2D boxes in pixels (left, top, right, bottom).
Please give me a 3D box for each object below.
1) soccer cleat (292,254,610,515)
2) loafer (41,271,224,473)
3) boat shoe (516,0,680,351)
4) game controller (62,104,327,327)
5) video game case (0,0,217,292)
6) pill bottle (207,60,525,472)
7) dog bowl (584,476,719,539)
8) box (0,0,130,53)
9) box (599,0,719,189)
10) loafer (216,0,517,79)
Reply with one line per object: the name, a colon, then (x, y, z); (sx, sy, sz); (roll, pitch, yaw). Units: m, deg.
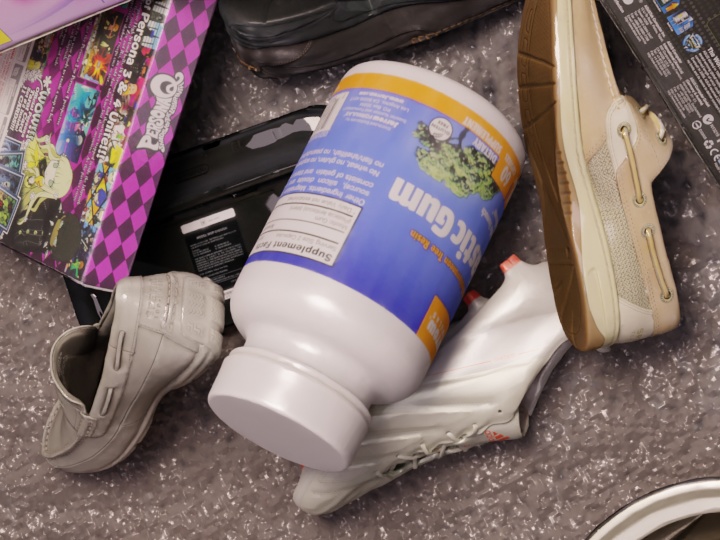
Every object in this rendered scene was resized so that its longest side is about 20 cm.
soccer cleat: (0.047, 0.077, 1.180); (0.200, 0.069, 0.078); (-42, 81, 8)
loafer: (-0.141, 0.055, 1.187); (0.200, 0.070, 0.070); (-47, 36, 48)
boat shoe: (0.127, -0.061, 1.125); (0.065, 0.072, 0.201); (-10, 96, -11)
game controller: (-0.082, -0.021, 1.239); (0.199, 0.042, 0.105); (-18, 98, 15)
video game case: (-0.165, -0.106, 1.217); (0.181, 0.036, 0.201); (21, 95, 47)
pill bottle: (0.000, 0.000, 1.131); (0.112, 0.112, 0.201); (20, 70, 15)
dog bowl: (0.198, 0.207, 1.129); (0.199, 0.074, 0.201); (0, 89, 17)
box: (-0.158, -0.237, 1.163); (0.175, 0.097, 0.201); (-17, 48, 27)
box: (0.231, -0.147, 1.094); (0.193, 0.048, 0.200); (-32, 113, 12)
loafer: (0.021, -0.156, 1.195); (0.199, 0.072, 0.073); (-10, 59, -1)
